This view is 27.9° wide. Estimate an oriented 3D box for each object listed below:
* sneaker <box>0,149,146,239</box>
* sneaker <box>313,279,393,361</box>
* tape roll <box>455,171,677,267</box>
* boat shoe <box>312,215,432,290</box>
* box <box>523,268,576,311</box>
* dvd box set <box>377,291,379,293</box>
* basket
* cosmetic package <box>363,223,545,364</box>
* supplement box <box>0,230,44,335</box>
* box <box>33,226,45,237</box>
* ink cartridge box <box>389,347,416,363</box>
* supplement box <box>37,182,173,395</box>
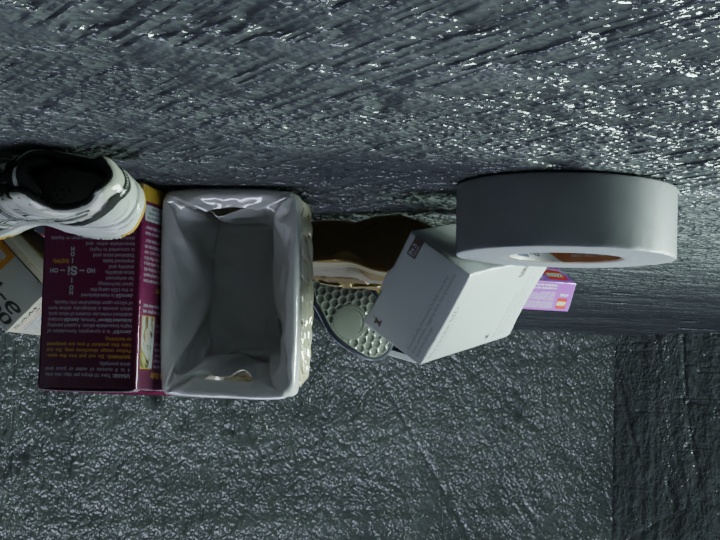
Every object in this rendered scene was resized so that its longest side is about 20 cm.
[{"bbox_3d":[-0.282,-0.072,1.206,0.199,0.076,0.088,-2,159,7],"label":"sneaker"},{"bbox_3d":[-0.040,0.027,1.736,0.202,0.077,0.146,46,174,1],"label":"sneaker"},{"bbox_3d":[0.186,-0.043,1.315,0.200,0.066,0.200,2,175,0],"label":"tape roll"},{"bbox_3d":[0.016,-0.014,1.577,0.200,0.074,0.069,6,151,33],"label":"boat shoe"},{"bbox_3d":[0.127,-0.002,1.662,0.199,0.039,0.137,4,-158,-25],"label":"box"},{"bbox_3d":[0.066,0.023,1.791,0.199,0.029,0.146,16,156,10],"label":"dvd box set"},{"bbox_3d":[-0.118,0.022,1.437,0.135,0.201,0.123,1,180,8],"label":"basket"},{"bbox_3d":[0.102,0.016,1.461,0.081,0.113,0.200,36,-155,21],"label":"cosmetic package"},{"bbox_3d":[-0.408,0.012,1.766,0.126,0.074,0.200,46,-177,10],"label":"supplement box"},{"bbox_3d":[-0.249,-0.010,1.580,0.200,0.040,0.137,25,173,-2],"label":"box"},{"bbox_3d":[0.050,0.068,1.903,0.099,0.039,0.200,15,-167,9],"label":"ink cartridge box"},{"bbox_3d":[-0.240,0.020,1.417,0.103,0.201,0.131,1,174,11],"label":"supplement box"}]
